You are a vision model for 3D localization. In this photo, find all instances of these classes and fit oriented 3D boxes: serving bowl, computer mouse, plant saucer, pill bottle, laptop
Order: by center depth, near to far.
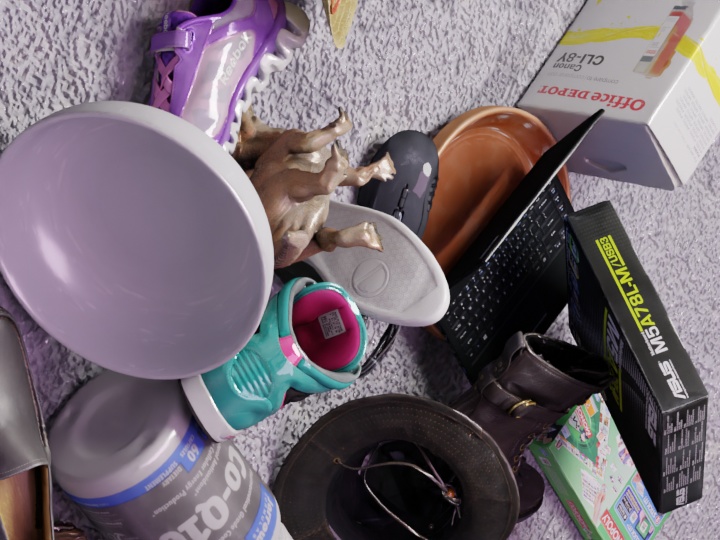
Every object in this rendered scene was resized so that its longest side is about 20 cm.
[{"bbox_3d":[-0.144,-0.029,1.420,0.066,0.200,0.201,-58,139,-53],"label":"serving bowl"},{"bbox_3d":[-0.126,0.167,1.530,0.114,0.114,0.200,-53,132,-23],"label":"pill bottle"},{"bbox_3d":[0.018,-0.012,1.673,0.058,0.034,0.201,13,89,-6],"label":"computer mouse"},{"bbox_3d":[0.146,-0.007,1.734,0.177,0.103,0.200,-50,131,-25],"label":"laptop"},{"bbox_3d":[0.099,-0.036,1.776,0.200,0.032,0.201,-13,109,-43],"label":"plant saucer"}]

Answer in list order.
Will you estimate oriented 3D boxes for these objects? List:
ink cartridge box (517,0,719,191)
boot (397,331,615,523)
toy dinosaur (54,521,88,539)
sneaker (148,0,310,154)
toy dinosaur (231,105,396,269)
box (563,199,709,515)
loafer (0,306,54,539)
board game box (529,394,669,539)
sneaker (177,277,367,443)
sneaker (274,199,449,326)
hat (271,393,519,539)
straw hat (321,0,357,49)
[{"bbox_3d":[0.248,-0.176,1.812,0.200,0.145,0.083,-56,132,-21],"label":"ink cartridge box"},{"bbox_3d":[0.137,0.127,1.757,0.200,0.174,0.069,25,37,-45],"label":"boot"},{"bbox_3d":[-0.160,0.254,1.528,0.058,0.101,0.200,-30,123,-18],"label":"toy dinosaur"},{"bbox_3d":[-0.118,-0.132,1.497,0.088,0.080,0.200,48,60,-36],"label":"sneaker"},{"bbox_3d":[-0.056,-0.046,1.484,0.086,0.135,0.200,59,20,-30],"label":"toy dinosaur"},{"bbox_3d":[0.221,0.073,1.743,0.047,0.194,0.200,-19,151,-4],"label":"box"},{"bbox_3d":[-0.232,0.119,1.436,0.073,0.072,0.201,-20,113,-41],"label":"loafer"},{"bbox_3d":[0.232,0.170,1.969,0.135,0.029,0.200,-51,132,-24],"label":"board game box"},{"bbox_3d":[-0.053,0.053,1.518,0.084,0.121,0.200,61,9,-5],"label":"sneaker"},{"bbox_3d":[0.000,0.000,1.569,0.071,0.200,0.099,-57,145,-9],"label":"sneaker"},{"bbox_3d":[0.027,0.169,1.696,0.081,0.200,0.201,-78,160,-65],"label":"hat"},{"bbox_3d":[-0.048,-0.255,1.517,0.201,0.085,0.202,3,90,-83],"label":"straw hat"}]
